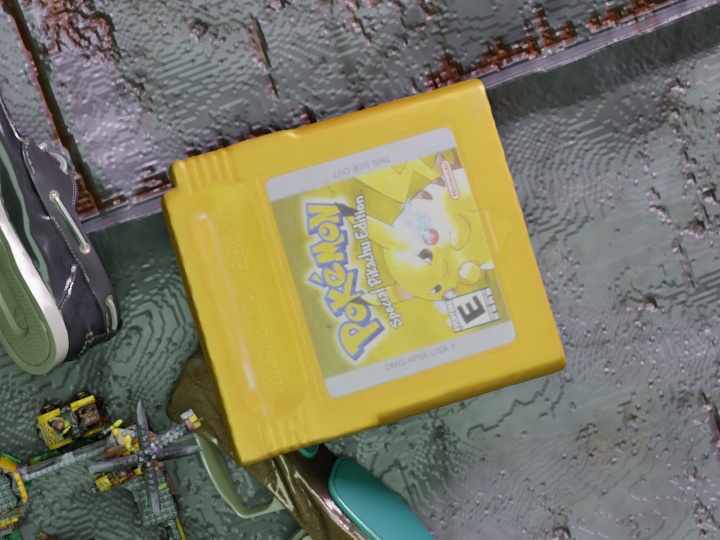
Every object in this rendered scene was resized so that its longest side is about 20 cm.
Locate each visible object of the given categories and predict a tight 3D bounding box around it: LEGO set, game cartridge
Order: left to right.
[{"bbox_3d":[-0.146,0.177,1.287,0.153,0.116,0.201,-13,98,-3],"label":"LEGO set"},{"bbox_3d":[0.000,0.000,1.290,0.199,0.032,0.177,-16,86,-13],"label":"game cartridge"}]

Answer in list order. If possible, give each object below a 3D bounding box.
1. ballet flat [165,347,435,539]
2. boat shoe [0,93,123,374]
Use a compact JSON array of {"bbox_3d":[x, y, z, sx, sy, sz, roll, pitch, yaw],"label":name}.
[{"bbox_3d":[-0.038,0.129,1.322,0.200,0.068,0.072,45,112,-8],"label":"ballet flat"},{"bbox_3d":[-0.197,-0.044,1.293,0.067,0.072,0.201,-24,92,-38],"label":"boat shoe"}]
